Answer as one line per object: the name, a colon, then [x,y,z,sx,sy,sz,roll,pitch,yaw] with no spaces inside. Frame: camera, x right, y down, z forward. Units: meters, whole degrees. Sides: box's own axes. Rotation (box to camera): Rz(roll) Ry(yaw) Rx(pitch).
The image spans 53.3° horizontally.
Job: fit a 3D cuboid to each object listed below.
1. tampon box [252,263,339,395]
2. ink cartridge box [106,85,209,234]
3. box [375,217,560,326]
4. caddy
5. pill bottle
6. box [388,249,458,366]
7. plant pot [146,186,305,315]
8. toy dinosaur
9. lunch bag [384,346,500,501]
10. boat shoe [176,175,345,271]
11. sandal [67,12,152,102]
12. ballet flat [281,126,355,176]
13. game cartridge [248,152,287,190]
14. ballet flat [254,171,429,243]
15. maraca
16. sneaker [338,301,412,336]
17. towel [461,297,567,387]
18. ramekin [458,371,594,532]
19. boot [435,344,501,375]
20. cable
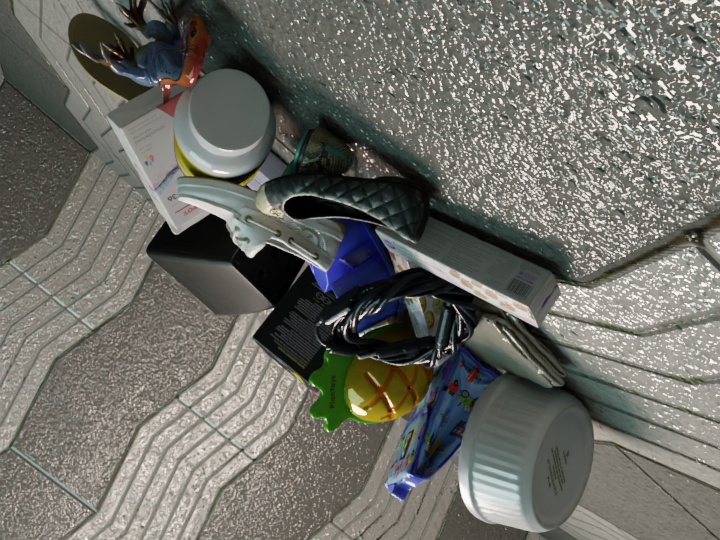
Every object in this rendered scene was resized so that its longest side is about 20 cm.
tampon box: [-0.062,0.086,1.205,0.126,0.201,0.150,36,169,13]
ink cartridge box: [-0.236,-0.142,0.964,0.067,0.116,0.202,36,155,46]
box: [0.098,-0.010,0.694,0.199,0.042,0.039,28,165,41]
caddy: [0.000,0.000,0.933,0.143,0.104,0.200,59,172,13]
pill bottle: [-0.153,-0.154,0.800,0.111,0.112,0.200,41,169,-9]
box: [0.078,0.036,0.861,0.039,0.041,0.201,40,159,42]
plant pot: [-0.199,-0.043,1.220,0.176,0.202,0.200,10,152,41]
toy dinosaur: [-0.192,-0.222,0.730,0.181,0.106,0.200,37,-177,30]
lunch bag: [0.102,0.227,0.983,0.093,0.201,0.151,34,155,2]
boat shoe: [-0.116,-0.049,0.808,0.197,0.070,0.071,18,176,-11]
sandal: [-0.315,-0.260,1.001,0.211,0.078,0.069,37,163,-14]
ballet flat: [-0.047,-0.103,0.801,0.074,0.069,0.200,25,169,-10]
game cartridge: [-0.109,-0.111,1.021,0.200,0.041,0.133,43,172,-19]
ballet flat: [-0.026,-0.063,0.712,0.197,0.058,0.066,5,166,29]
maraca: [0.017,0.142,0.949,0.106,0.198,0.139,19,115,52]
sneaker: [0.048,0.081,1.058,0.198,0.077,0.087,-5,146,48]
towel: [0.162,0.079,0.890,0.133,0.035,0.200,45,168,-19]
ramekin: [0.221,0.236,0.919,0.093,0.204,0.203,9,151,44]
boot: [0.169,0.175,1.170,0.201,0.069,0.174,53,166,-13]
cable: [0.052,0.062,0.810,0.162,0.051,0.199,29,137,-27]
